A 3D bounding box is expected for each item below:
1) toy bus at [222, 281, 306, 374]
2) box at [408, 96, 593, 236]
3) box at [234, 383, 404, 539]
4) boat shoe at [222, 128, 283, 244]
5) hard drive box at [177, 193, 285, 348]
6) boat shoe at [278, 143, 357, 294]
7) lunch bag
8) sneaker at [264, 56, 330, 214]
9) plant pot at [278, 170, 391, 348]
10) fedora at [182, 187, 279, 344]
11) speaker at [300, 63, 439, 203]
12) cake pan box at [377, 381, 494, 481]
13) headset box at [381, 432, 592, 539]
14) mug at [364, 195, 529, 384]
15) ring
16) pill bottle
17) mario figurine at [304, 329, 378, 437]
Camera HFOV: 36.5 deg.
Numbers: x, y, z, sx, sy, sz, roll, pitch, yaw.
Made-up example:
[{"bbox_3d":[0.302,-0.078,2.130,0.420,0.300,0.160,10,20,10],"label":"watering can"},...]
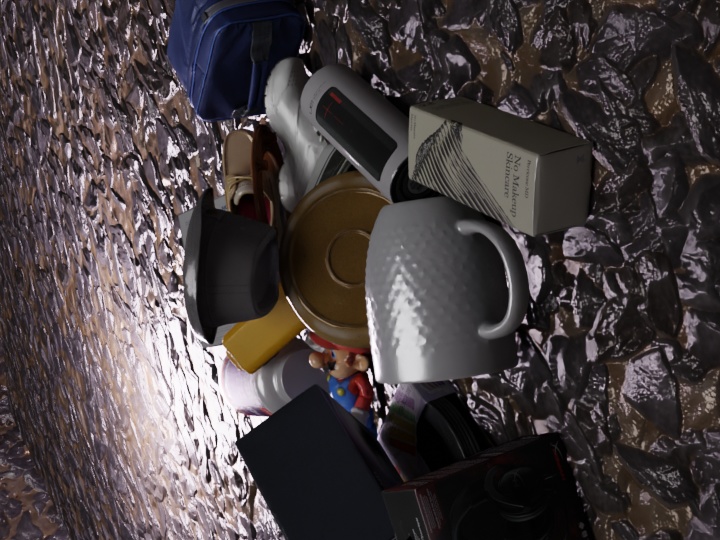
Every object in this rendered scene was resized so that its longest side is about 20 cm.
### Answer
[{"bbox_3d":[-0.109,0.068,1.389,0.065,0.078,0.200,49,127,0],"label":"toy bus"},{"bbox_3d":[0.127,-0.103,1.036,0.200,0.068,0.083,31,128,53],"label":"box"},{"bbox_3d":[-0.014,0.262,1.218,0.200,0.123,0.198,55,-177,31],"label":"box"},{"bbox_3d":[-0.142,-0.097,1.435,0.069,0.073,0.201,50,-155,-81],"label":"boat shoe"},{"bbox_3d":[-0.171,-0.003,1.543,0.155,0.077,0.201,-16,83,45],"label":"hard drive box"},{"bbox_3d":[-0.037,-0.057,1.278,0.063,0.071,0.201,9,79,47],"label":"boat shoe"},{"bbox_3d":[-0.160,-0.279,1.387,0.133,0.135,0.200,62,151,29],"label":"lunch bag"},{"bbox_3d":[-0.061,-0.168,1.358,0.087,0.074,0.201,-4,101,41],"label":"sneaker"},{"bbox_3d":[-0.004,-0.014,1.218,0.199,0.027,0.201,-1,87,19],"label":"plant pot"},{"bbox_3d":[-0.141,-0.005,1.254,0.200,0.090,0.178,-69,-20,-78],"label":"fedora"},{"bbox_3d":[0.014,-0.151,1.205,0.200,0.081,0.082,48,142,40],"label":"speaker"},{"bbox_3d":[0.093,0.232,1.276,0.185,0.052,0.201,54,146,29],"label":"cake pan box"},{"bbox_3d":[0.123,0.263,1.080,0.077,0.199,0.150,-25,80,61],"label":"headset box"},{"bbox_3d":[0.091,0.015,1.083,0.200,0.147,0.177,-8,89,55],"label":"mug"},{"bbox_3d":[-0.105,-0.089,1.401,0.200,0.019,0.202,-8,-90,-82],"label":"ring"},{"bbox_3d":[-0.118,0.152,1.547,0.200,0.112,0.113,-11,94,62],"label":"pill bottle"},{"bbox_3d":[-0.032,0.142,1.389,0.123,0.106,0.201,11,122,30],"label":"mario figurine"}]
